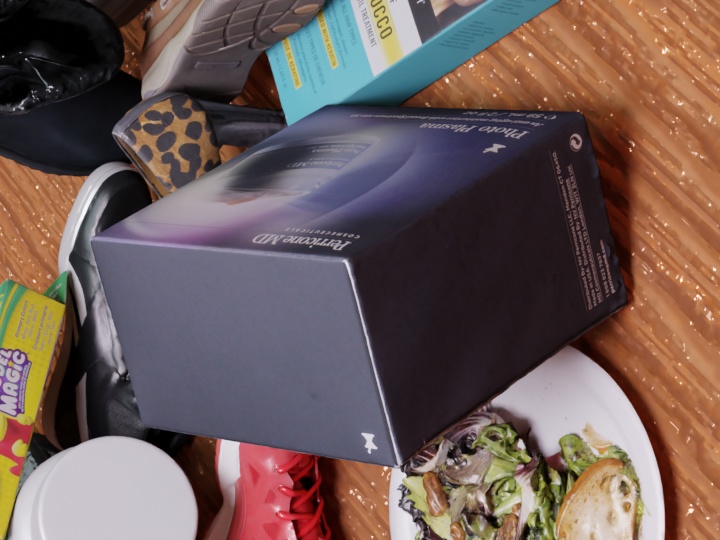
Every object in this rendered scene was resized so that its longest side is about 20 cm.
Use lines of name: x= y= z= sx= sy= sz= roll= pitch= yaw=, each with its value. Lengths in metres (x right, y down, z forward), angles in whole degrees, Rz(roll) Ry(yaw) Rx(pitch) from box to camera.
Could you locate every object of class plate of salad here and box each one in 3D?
plate of salad: x=0.082 y=0.135 z=1.333 sx=0.200 sy=0.048 sz=0.201 roll=-1 pitch=89 yaw=44

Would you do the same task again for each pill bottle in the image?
pill bottle: x=-0.164 y=0.169 z=1.472 sx=0.200 sy=0.113 sz=0.114 roll=130 pitch=129 yaw=-67

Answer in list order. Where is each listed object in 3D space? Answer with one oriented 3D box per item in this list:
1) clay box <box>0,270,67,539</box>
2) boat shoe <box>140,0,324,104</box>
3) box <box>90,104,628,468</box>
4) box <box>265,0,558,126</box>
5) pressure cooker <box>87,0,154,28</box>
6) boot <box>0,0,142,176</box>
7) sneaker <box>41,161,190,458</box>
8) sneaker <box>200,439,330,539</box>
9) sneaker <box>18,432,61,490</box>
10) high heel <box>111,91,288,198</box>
clay box: x=-0.240 y=0.095 z=1.495 sx=0.115 sy=0.047 sz=0.201 roll=-42 pitch=31 yaw=46
boat shoe: x=-0.081 y=-0.161 z=1.410 sx=0.200 sy=0.075 sz=0.072 roll=-39 pitch=59 yaw=50
box: x=0.000 y=0.000 z=1.292 sx=0.199 sy=0.198 sz=0.124 roll=4 pitch=118 yaw=44
box: x=0.029 y=-0.155 z=1.391 sx=0.200 sy=0.049 sz=0.083 roll=-31 pitch=68 yaw=39
pressure cooker: x=-0.153 y=-0.261 z=1.484 sx=0.200 sy=0.175 sz=0.179 roll=-35 pitch=62 yaw=37
boot: x=-0.182 y=-0.112 z=1.468 sx=0.168 sy=0.199 sz=0.077 roll=-11 pitch=72 yaw=58
sneaker: x=-0.137 y=0.039 z=1.538 sx=0.112 sy=0.073 sz=0.201 roll=25 pitch=114 yaw=38
sneaker: x=-0.030 y=0.148 z=1.436 sx=0.115 sy=0.078 sz=0.201 roll=32 pitch=123 yaw=31
sneaker: x=-0.245 y=0.209 z=1.599 sx=0.075 sy=0.115 sz=0.201 roll=-6 pitch=85 yaw=44
high heel: x=-0.108 y=-0.007 z=1.454 sx=0.071 sy=0.142 sz=0.201 roll=17 pitch=100 yaw=43
